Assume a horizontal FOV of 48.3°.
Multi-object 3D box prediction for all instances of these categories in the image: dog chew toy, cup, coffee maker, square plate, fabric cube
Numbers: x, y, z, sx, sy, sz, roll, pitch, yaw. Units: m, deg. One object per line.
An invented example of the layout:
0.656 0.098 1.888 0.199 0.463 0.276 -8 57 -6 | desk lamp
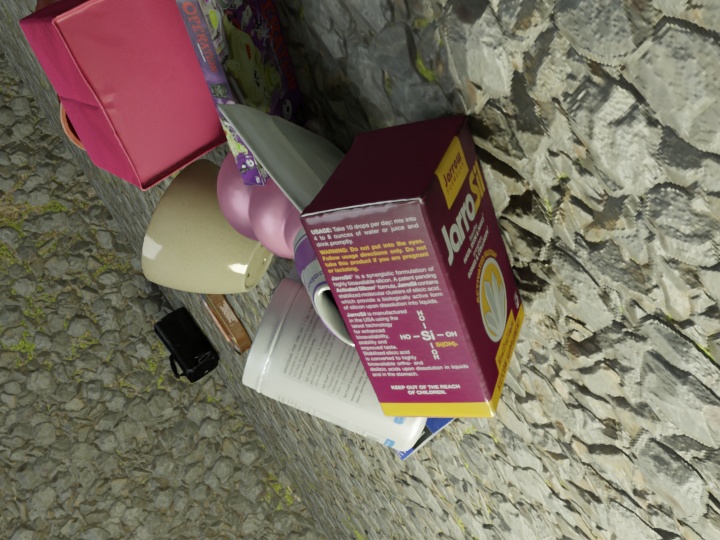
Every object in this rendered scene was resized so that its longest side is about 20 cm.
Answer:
-0.073 -0.070 0.873 0.200 0.124 0.125 39 154 43 | dog chew toy
-0.209 -0.044 1.195 0.142 0.201 0.201 26 154 9 | cup
-0.529 0.217 2.468 0.200 0.134 0.192 51 137 14 | coffee maker
-0.022 -0.076 0.761 0.200 0.028 0.198 51 -163 18 | square plate
-0.239 -0.234 0.921 0.199 0.195 0.201 24 142 55 | fabric cube

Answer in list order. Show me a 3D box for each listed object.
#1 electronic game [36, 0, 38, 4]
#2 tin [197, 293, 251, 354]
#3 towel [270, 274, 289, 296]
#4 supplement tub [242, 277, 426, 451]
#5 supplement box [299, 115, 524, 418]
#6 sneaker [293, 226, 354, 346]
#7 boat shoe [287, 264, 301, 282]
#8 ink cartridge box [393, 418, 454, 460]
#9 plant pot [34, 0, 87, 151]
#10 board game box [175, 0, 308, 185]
-0.598 -0.480 1.636 0.200 0.041 0.201 39 149 29 | electronic game
-0.323 0.106 1.891 0.201 0.042 0.112 58 165 -3 | tin
-0.071 0.095 1.271 0.192 0.032 0.200 57 162 0 | towel
-0.015 0.102 0.880 0.198 0.133 0.132 23 156 1 | supplement tub
0.051 0.000 0.639 0.102 0.131 0.201 -5 123 29 | supplement box
0.019 0.046 0.753 0.200 0.073 0.115 31 -157 -34 | sneaker
-0.034 0.038 1.037 0.068 0.074 0.199 46 174 -32 | boat shoe
0.063 0.188 1.069 0.094 0.044 0.200 54 161 14 | ink cartridge box
-0.351 -0.301 1.119 0.196 0.199 0.201 57 162 25 | plant pot
-0.107 -0.198 0.779 0.032 0.121 0.201 3 135 20 | board game box
